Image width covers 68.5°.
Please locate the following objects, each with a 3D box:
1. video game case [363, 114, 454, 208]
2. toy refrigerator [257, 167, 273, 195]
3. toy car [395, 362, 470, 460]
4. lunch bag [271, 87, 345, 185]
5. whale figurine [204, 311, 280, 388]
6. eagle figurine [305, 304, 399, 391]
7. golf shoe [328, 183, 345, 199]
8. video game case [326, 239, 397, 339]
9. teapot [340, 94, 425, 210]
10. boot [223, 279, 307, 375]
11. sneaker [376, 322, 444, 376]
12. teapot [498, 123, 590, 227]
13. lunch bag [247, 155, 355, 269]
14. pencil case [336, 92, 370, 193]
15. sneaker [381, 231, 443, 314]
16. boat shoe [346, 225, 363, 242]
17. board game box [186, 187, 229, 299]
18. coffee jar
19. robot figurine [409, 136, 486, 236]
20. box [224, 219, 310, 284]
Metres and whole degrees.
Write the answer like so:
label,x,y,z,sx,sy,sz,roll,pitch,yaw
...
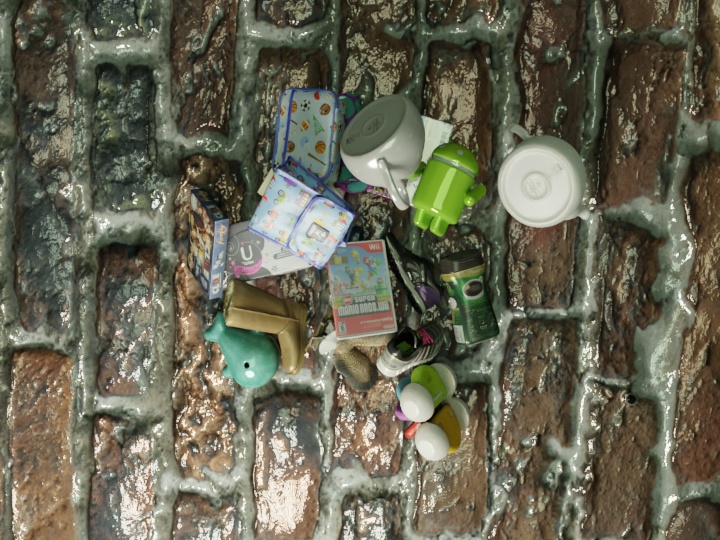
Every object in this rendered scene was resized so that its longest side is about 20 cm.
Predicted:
label,x,y,z,sx,sy,sz,roll,pitch,yaw
video game case,0.105,-0.260,1.226,0.175,0.036,0.208,16,95,3
toy refrigerator,-0.157,-0.249,1.225,0.069,0.076,0.204,32,95,1
toy car,0.148,0.322,1.213,0.147,0.173,0.206,-21,93,41
lunch bag,-0.116,-0.282,1.138,0.154,0.075,0.209,9,92,17
whale figurine,-0.282,0.187,1.244,0.198,0.104,0.161,39,95,0
eagle figurine,-0.011,0.170,1.211,0.196,0.152,0.153,32,60,-2
golf shoe,-0.071,-0.143,1.228,0.088,0.075,0.208,-12,94,1
video game case,0.001,0.039,1.154,0.137,0.017,0.208,-5,79,-18
teapot,0.061,-0.242,1.085,0.203,0.195,0.146,-54,130,-12
boot,-0.217,0.132,1.191,0.196,0.065,0.182,19,62,-37
sneaker,0.124,0.162,1.183,0.195,0.089,0.074,-22,57,-34
teapot,0.400,-0.206,1.153,0.192,0.145,0.207,12,121,32
lunch bag,-0.111,-0.108,1.099,0.196,0.095,0.152,32,117,-6
pencil case,-0.024,-0.286,1.192,0.089,0.085,0.208,-9,81,-3
sneaker,0.123,-0.009,1.232,0.086,0.076,0.205,-30,95,-10
boat shoe,0.000,0.000,1.232,0.066,0.084,0.208,9,108,20
board game box,-0.346,-0.060,1.190,0.135,0.034,0.206,42,131,37
coffee jar,0.246,0.058,1.208,0.100,0.085,0.208,-13,93,-11
robot figurine,0.184,-0.183,1.152,0.172,0.115,0.206,26,95,26
box,-0.212,-0.054,1.220,0.192,0.115,0.138,-12,92,5
